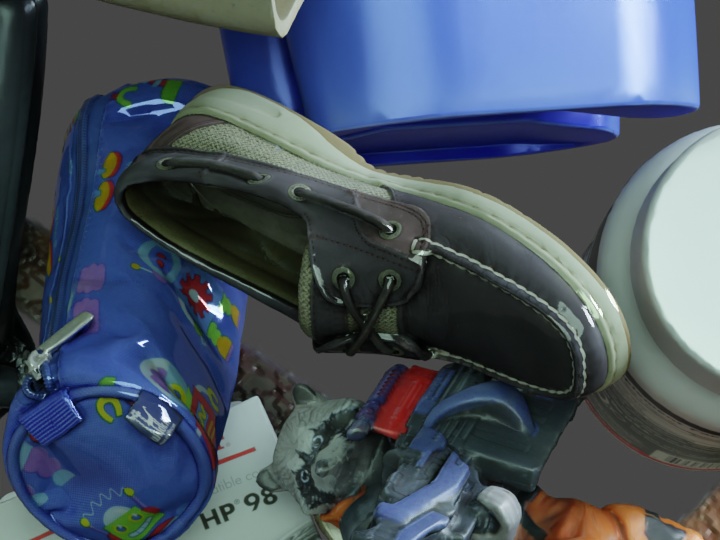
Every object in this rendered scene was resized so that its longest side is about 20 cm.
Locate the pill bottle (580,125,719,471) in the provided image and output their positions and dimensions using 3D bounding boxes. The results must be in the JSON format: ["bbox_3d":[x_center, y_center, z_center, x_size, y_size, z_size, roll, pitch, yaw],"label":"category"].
[{"bbox_3d":[0.139,0.009,1.054,0.113,0.200,0.114,0,80,-1],"label":"pill bottle"}]

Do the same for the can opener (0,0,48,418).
[{"bbox_3d":[-0.148,-0.015,1.092,0.078,0.063,0.201,11,108,-10],"label":"can opener"}]

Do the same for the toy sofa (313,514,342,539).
[{"bbox_3d":[0.062,0.148,1.089,0.097,0.083,0.200,-26,82,-1],"label":"toy sofa"}]

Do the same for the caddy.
[{"bbox_3d":[0.037,-0.101,1.090,0.199,0.141,0.105,-5,84,-25],"label":"caddy"}]

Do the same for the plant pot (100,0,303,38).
[{"bbox_3d":[-0.099,-0.212,0.977,0.176,0.200,0.201,2,124,14],"label":"plant pot"}]

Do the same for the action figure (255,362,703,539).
[{"bbox_3d":[0.045,0.108,0.989,0.193,0.200,0.105,32,122,13],"label":"action figure"}]

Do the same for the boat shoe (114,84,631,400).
[{"bbox_3d":[0.000,0.000,0.993,0.200,0.072,0.065,29,51,27],"label":"boat shoe"}]

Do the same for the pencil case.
[{"bbox_3d":[-0.084,0.010,1.060,0.078,0.200,0.087,-24,125,24],"label":"pencil case"}]

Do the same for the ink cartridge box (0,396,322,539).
[{"bbox_3d":[-0.065,0.129,1.057,0.116,0.067,0.200,-23,56,-6],"label":"ink cartridge box"}]
